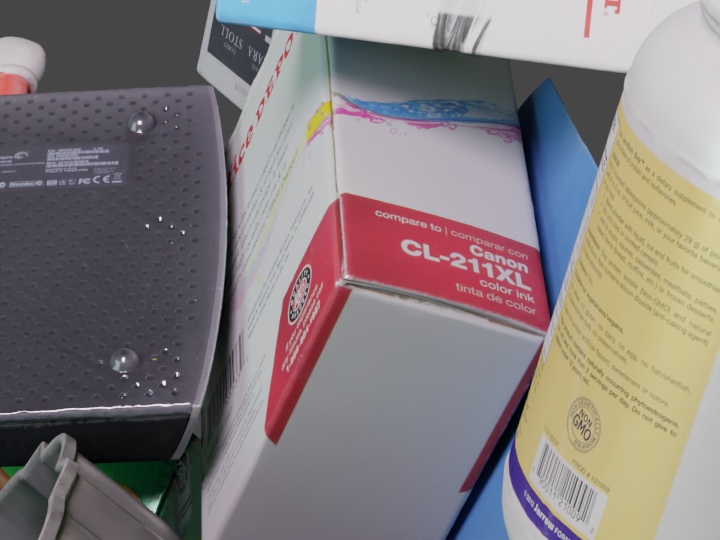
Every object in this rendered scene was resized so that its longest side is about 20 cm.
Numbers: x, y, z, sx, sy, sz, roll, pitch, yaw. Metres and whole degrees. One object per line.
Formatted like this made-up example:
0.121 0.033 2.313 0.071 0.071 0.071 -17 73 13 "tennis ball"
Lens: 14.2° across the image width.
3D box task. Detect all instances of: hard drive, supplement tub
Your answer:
-0.117 0.002 1.099 0.200 0.135 0.042 -92 -1 -52 "hard drive"
0.134 0.007 0.839 0.145 0.145 0.200 46 128 49 "supplement tub"

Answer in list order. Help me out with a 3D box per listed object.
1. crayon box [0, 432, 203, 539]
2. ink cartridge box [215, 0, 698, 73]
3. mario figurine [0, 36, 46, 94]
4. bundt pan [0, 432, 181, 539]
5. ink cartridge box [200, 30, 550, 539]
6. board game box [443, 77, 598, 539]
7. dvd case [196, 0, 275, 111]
-0.107 0.098 1.175 0.200 0.119 0.058 58 -129 -70 "crayon box"
0.058 -0.132 1.001 0.200 0.068 0.116 9 100 18 "ink cartridge box"
-0.154 -0.039 1.422 0.200 0.106 0.124 14 66 48 "mario figurine"
-0.119 0.160 0.978 0.202 0.076 0.202 -55 12 18 "bundt pan"
0.000 0.000 1.077 0.200 0.083 0.146 -94 23 -50 "ink cartridge box"
0.069 0.029 1.046 0.200 0.039 0.158 -108 36 -64 "board game box"
-0.010 -0.149 1.209 0.150 0.025 0.200 41 123 52 "dvd case"
